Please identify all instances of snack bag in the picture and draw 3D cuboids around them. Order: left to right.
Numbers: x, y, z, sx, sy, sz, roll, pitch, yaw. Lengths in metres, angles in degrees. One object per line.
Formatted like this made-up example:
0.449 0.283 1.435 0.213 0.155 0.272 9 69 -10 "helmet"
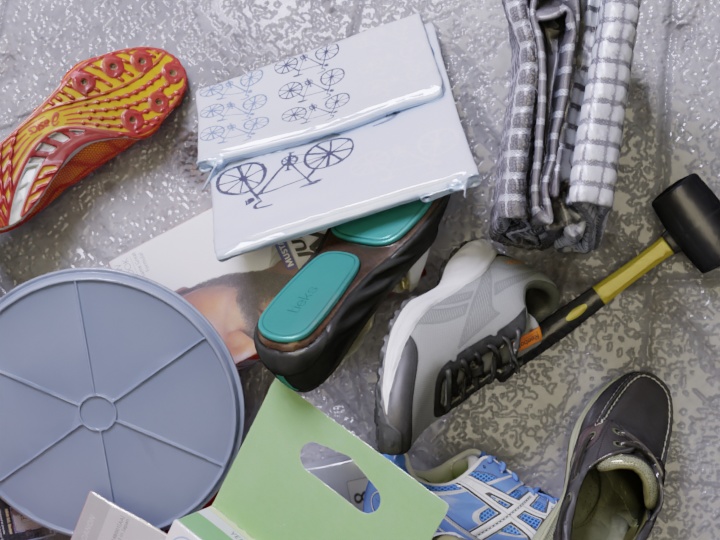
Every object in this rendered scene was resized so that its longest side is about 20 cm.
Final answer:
-0.025 -0.095 0.790 0.188 0.021 0.201 -16 42 6 "snack bag"

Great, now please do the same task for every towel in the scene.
0.125 -0.099 0.739 0.085 0.200 0.167 7 86 10 "towel"

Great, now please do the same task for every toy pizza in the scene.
-0.178 0.092 0.792 0.199 0.032 0.201 0 106 1 "toy pizza"

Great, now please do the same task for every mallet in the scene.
0.181 0.021 0.808 0.200 0.041 0.066 -45 84 8 "mallet"

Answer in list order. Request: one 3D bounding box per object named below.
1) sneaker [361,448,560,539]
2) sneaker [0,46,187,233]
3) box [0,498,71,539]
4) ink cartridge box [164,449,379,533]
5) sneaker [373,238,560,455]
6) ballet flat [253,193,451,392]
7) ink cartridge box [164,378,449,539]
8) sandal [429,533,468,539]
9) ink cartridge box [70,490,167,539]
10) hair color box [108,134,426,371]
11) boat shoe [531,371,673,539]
0.096 0.163 0.765 0.199 0.076 0.078 7 89 -16 "sneaker"
-0.218 -0.102 0.858 0.200 0.077 0.073 -36 100 -12 "sneaker"
-0.266 0.162 0.854 0.157 0.050 0.201 -14 84 7 "box"
-0.049 0.224 0.819 0.199 0.050 0.163 -13 84 4 "ink cartridge box"
0.068 0.048 0.745 0.079 0.200 0.074 19 131 22 "sneaker"
0.000 0.000 0.748 0.068 0.069 0.200 20 54 34 "ballet flat"
-0.052 0.191 0.707 0.145 0.048 0.201 33 109 23 "ink cartridge box"
0.040 0.243 0.715 0.080 0.057 0.201 32 124 7 "sandal"
-0.140 0.272 0.807 0.176 0.045 0.201 27 105 11 "ink cartridge box"
-0.066 -0.001 0.829 0.199 0.064 0.111 -28 84 7 "hair color box"
0.166 0.140 0.736 0.072 0.066 0.201 38 54 -2 "boat shoe"
